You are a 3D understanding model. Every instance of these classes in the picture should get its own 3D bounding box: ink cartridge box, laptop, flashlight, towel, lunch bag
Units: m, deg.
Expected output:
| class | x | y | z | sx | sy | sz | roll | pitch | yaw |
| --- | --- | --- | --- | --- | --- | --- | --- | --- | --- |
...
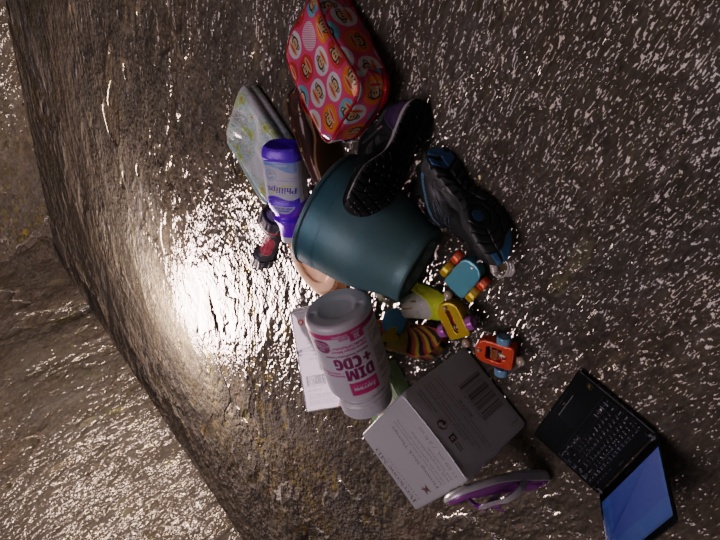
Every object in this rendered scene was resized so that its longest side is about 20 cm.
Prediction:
| class | x | y | z | sx | sy | sz | roll | pitch | yaw |
| --- | --- | --- | --- | --- | --- | --- | --- | --- | --- |
| ink cartridge box | -0.048 | 0.162 | 1.152 | 0.143 | 0.085 | 0.204 | -12 | 86 | 18 |
| laptop | 0.333 | 0.282 | 0.825 | 0.200 | 0.103 | 0.179 | 42 | 139 | 26 |
| ink cartridge box | 0.041 | 0.278 | 1.244 | 0.199 | 0.048 | 0.147 | -31 | 88 | 52 |
| flashlight | -0.207 | -0.070 | 1.297 | 0.067 | 0.068 | 0.201 | 30 | 143 | -3 |
| towel | -0.207 | -0.257 | 1.210 | 0.201 | 0.048 | 0.171 | 56 | 145 | 10 |
| lunch bag | -0.047 | -0.309 | 0.925 | 0.176 | 0.081 | 0.202 | -42 | 67 | 53 |

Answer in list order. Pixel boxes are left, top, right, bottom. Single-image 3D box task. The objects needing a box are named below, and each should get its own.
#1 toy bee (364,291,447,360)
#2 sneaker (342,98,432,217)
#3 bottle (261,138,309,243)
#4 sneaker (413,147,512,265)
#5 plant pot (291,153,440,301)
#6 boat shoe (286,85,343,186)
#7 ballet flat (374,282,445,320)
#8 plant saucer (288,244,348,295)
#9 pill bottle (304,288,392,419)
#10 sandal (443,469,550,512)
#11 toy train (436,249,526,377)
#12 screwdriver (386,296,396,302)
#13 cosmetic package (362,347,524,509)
| class | x | y | z | sx | sy | sz | roll | pitch | yaw |
| --- | --- | --- | --- | --- | --- | --- | --- | --- | --- |
| toy bee | 0.058 | 0.125 | 1.070 | 0.130 | 0.110 | 0.199 | 30 | 175 | -37 |
| sneaker | 0.026 | -0.166 | 0.872 | 0.087 | 0.201 | 0.076 | 16 | 158 | 50 |
| bottle | -0.142 | -0.151 | 1.131 | 0.082 | 0.066 | 0.203 | 7 | 124 | 13 |
| sneaker | 0.149 | -0.085 | 0.858 | 0.202 | 0.072 | 0.082 | 60 | 150 | 21 |
| plant pot | 0.021 | -0.053 | 0.944 | 0.187 | 0.200 | 0.202 | 32 | 137 | 13 |
| boat shoe | -0.082 | -0.233 | 1.050 | 0.070 | 0.070 | 0.203 | -7 | 98 | 46 |
| ballet flat | 0.080 | 0.047 | 1.023 | 0.199 | 0.067 | 0.068 | 32 | 143 | 35 |
| plant saucer | -0.092 | -0.033 | 1.223 | 0.199 | 0.032 | 0.203 | 30 | 133 | 38 |
| pill bottle | -0.013 | 0.142 | 0.974 | 0.112 | 0.113 | 0.202 | 17 | 133 | 45 |
| sandal | 0.228 | 0.355 | 0.926 | 0.083 | 0.200 | 0.050 | 119 | 142 | -48 |
| toy train | 0.193 | 0.059 | 0.907 | 0.148 | 0.055 | 0.203 | 10 | 117 | 33 |
| screwdriver | 0.000 | 0.000 | 1.039 | 0.199 | 0.029 | 0.028 | 32 | 150 | 34 |
| cosmetic package | 0.139 | 0.276 | 1.014 | 0.168 | 0.165 | 0.201 | 50 | 144 | 15 |
